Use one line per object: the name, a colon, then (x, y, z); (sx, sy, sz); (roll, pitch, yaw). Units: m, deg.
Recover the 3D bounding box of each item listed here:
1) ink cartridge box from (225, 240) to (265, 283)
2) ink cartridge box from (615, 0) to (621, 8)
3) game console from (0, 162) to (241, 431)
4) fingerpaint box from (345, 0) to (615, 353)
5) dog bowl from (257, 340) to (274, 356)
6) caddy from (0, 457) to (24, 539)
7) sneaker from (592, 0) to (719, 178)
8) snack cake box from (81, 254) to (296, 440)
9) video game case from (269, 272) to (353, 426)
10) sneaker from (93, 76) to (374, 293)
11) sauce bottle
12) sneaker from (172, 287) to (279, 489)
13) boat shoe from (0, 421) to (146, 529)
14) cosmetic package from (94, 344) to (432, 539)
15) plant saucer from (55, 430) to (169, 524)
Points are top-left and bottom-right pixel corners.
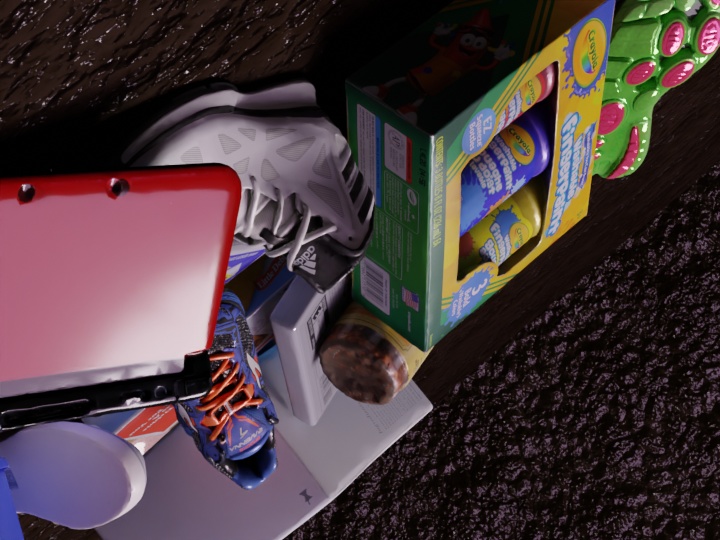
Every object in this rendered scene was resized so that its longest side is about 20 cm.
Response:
ink cartridge box: (-0.171, 0.032, 0.972); (0.200, 0.043, 0.198); (-39, 169, 23)
ink cartridge box: (0.143, -0.177, 1.103); (0.199, 0.039, 0.099); (-29, 172, 17)
game console: (-0.178, 0.019, 0.812); (0.199, 0.119, 0.172); (-6, 179, -38)
fingerpaint box: (0.074, -0.072, 1.021); (0.167, 0.073, 0.200); (-38, 149, -28)
dog bowl: (-0.065, 0.012, 1.251); (0.200, 0.050, 0.111); (-40, 169, 5)
caddy: (-0.279, 0.162, 0.987); (0.141, 0.105, 0.200); (-20, 177, -25)
sneaker: (0.176, -0.144, 1.068); (0.076, 0.084, 0.200); (7, 145, -15)
snack cake box: (-0.107, 0.032, 1.138); (0.200, 0.067, 0.115); (-41, 171, 10)
video game case: (0.000, 0.000, 1.137); (0.182, 0.023, 0.200); (-57, 165, -18)
sneaker: (-0.054, -0.038, 0.887); (0.076, 0.116, 0.200); (-46, 167, 34)
sauce bottle: (0.044, 0.005, 1.133); (0.200, 0.066, 0.066); (-55, -179, -37)
sneaker: (-0.086, 0.078, 1.046); (0.075, 0.079, 0.200); (-32, 153, -7)
boat shoe: (-0.197, 0.129, 1.073); (0.200, 0.072, 0.068); (-18, -173, 45)
cosmetic package: (-0.080, 0.150, 1.312); (0.199, 0.123, 0.200); (-41, 177, 29)
plant saucer: (-0.190, 0.139, 1.391); (0.200, 0.035, 0.200); (-39, 170, -8)
